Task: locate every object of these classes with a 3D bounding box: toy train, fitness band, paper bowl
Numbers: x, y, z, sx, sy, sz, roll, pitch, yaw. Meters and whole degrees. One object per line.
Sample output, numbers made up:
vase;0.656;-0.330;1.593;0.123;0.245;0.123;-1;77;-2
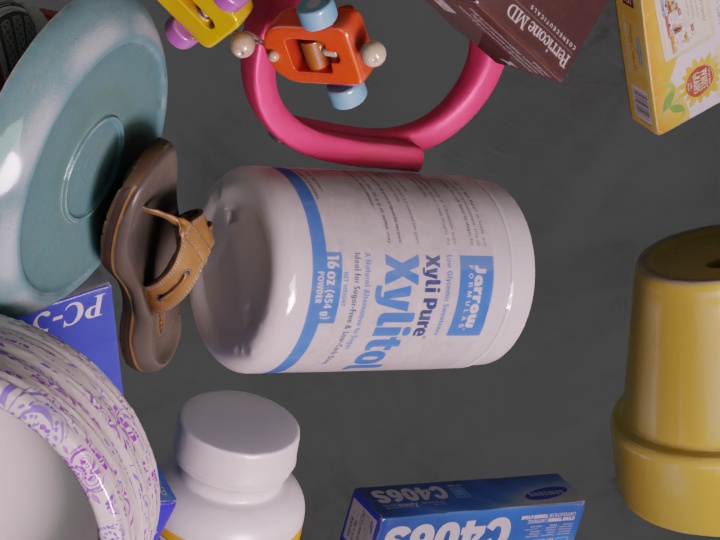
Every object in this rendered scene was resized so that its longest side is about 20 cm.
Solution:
toy train;-0.062;-0.187;1.014;0.056;0.149;0.201;-56;135;-37
fitness band;0.010;-0.140;1.148;0.198;0.037;0.145;5;111;-37
paper bowl;-0.209;0.117;1.008;0.198;0.105;0.203;6;117;11

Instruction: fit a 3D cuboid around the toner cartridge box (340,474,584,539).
toner cartridge box;0.076;0.215;1.383;0.198;0.043;0.096;0;117;-34

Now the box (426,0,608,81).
box;0.127;-0.234;1.122;0.100;0.075;0.201;33;86;-41

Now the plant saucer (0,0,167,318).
plant saucer;-0.160;-0.061;1.008;0.201;0.027;0.201;-60;165;-27

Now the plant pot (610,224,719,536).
plant pot;0.285;0.074;1.362;0.199;0.200;0.191;-19;111;-23

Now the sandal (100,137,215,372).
sandal;-0.117;-0.003;1.083;0.201;0.054;0.082;94;17;-48

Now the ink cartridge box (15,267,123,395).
ink cartridge box;-0.247;0.066;1.090;0.198;0.044;0.095;-19;127;-24

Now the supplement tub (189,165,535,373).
supplement tub;0.000;0.000;1.158;0.198;0.132;0.133;0;116;-33

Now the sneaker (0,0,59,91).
sneaker;-0.233;-0.062;1.012;0.082;0.078;0.202;15;98;-34

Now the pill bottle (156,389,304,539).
pill bottle;-0.099;0.190;1.216;0.112;0.113;0.202;-4;119;-31

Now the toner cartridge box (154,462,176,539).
toner cartridge box;-0.190;0.186;1.136;0.043;0.095;0.201;2;128;-41

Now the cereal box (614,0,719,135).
cereal box;0.275;-0.204;1.282;0.199;0.039;0.145;-29;129;-17
